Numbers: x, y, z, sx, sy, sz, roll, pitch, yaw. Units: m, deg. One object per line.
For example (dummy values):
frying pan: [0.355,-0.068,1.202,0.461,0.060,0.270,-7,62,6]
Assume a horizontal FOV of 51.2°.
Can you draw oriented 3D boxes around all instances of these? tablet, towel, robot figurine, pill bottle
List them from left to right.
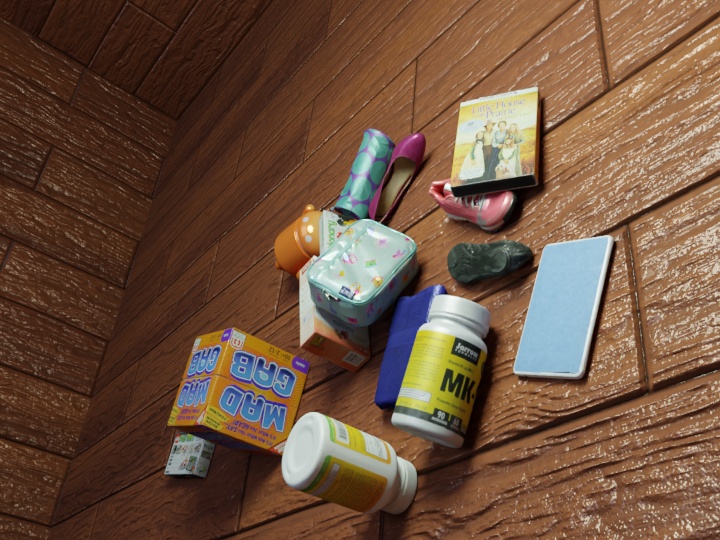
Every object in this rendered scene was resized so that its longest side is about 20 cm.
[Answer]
robot figurine: [-0.124,-0.064,1.728,0.199,0.117,0.145,-32,17,45]
pill bottle: [-0.012,0.301,1.140,0.111,0.197,0.113,-39,35,36]
towel: [0.090,0.134,1.275,0.147,0.049,0.205,-25,47,60]
pill bottle: [0.126,0.149,1.124,0.113,0.113,0.205,-6,62,57]
tablet: [0.282,0.051,1.045,0.129,0.013,0.205,-9,58,58]

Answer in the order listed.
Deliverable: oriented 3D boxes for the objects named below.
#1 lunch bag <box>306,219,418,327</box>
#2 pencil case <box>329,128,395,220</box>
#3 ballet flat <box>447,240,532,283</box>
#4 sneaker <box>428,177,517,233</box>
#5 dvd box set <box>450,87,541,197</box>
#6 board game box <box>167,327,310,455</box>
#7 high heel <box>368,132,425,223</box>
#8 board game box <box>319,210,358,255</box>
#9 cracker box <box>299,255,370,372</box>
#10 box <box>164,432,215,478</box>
lunch bag: [0.000,0.000,1.371,0.158,0.078,0.200,28,55,27]
pencil case: [0.009,-0.204,1.653,0.092,0.084,0.204,8,73,60]
ballet flat: [0.201,-0.013,1.218,0.199,0.055,0.069,179,87,-65]
sneaker: [0.183,-0.118,1.279,0.199,0.086,0.075,14,79,61]
dvd box set: [0.230,-0.217,1.264,0.143,0.030,0.204,-6,52,25]
board game box: [-0.259,0.262,1.598,0.198,0.197,0.205,-17,52,54]
high heel: [0.078,-0.182,1.532,0.097,0.066,0.202,-83,18,-51]
board game box: [-0.020,-0.029,1.509,0.203,0.123,0.035,-95,26,-45]
cracker box: [-0.052,0.082,1.462,0.058,0.132,0.203,-44,34,31]
box: [-0.429,0.464,1.894,0.198,0.034,0.113,-20,50,53]
